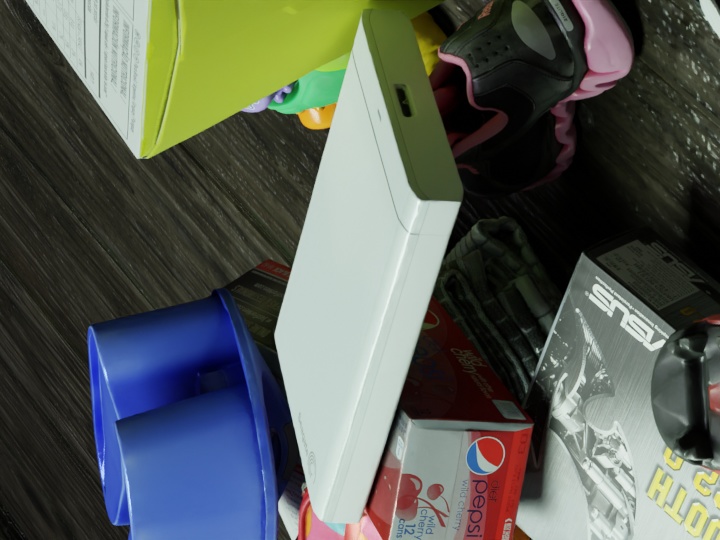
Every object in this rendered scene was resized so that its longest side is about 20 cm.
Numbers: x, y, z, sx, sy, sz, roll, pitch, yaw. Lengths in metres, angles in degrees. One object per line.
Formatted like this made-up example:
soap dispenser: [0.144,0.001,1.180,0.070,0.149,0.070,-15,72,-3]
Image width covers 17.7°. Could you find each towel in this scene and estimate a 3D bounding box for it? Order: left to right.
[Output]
towel: [0.082,0.083,1.275,0.200,0.085,0.166,59,161,4]

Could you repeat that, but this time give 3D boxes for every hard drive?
hard drive: [0.000,0.000,1.058,0.132,0.027,0.200,-105,23,-45]

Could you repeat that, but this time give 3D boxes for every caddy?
caddy: [-0.083,0.101,1.242,0.200,0.105,0.142,95,163,-51]

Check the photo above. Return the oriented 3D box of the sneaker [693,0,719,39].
sneaker: [0.181,-0.047,0.812,0.200,0.080,0.086,55,163,18]

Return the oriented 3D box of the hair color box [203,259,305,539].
hair color box: [-0.014,0.101,1.317,0.111,0.064,0.200,22,140,57]

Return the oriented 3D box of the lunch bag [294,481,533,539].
lunch bag: [0.033,0.183,1.225,0.176,0.082,0.200,22,131,26]

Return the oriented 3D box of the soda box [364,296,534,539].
soda box: [0.021,0.064,1.138,0.200,0.063,0.070,-124,40,-64]

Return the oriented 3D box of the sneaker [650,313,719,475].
sneaker: [0.215,0.049,0.884,0.200,0.098,0.071,3,96,42]

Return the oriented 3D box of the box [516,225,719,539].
box: [0.159,0.101,1.028,0.200,0.048,0.159,42,133,28]

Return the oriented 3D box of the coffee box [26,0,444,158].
coffee box: [-0.062,-0.208,1.014,0.198,0.199,0.200,54,160,17]

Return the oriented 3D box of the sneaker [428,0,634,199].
sneaker: [0.056,-0.076,1.077,0.079,0.095,0.200,53,162,12]

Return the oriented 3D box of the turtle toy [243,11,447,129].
turtle toy: [-0.057,-0.136,1.172,0.146,0.101,0.200,50,-159,28]
